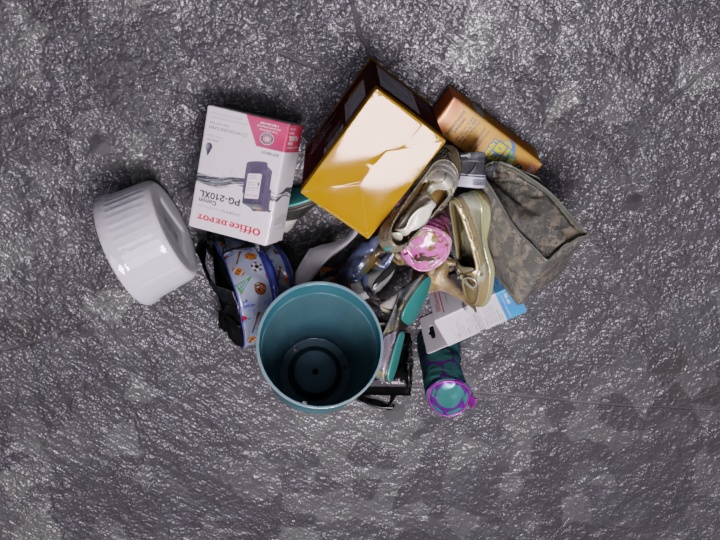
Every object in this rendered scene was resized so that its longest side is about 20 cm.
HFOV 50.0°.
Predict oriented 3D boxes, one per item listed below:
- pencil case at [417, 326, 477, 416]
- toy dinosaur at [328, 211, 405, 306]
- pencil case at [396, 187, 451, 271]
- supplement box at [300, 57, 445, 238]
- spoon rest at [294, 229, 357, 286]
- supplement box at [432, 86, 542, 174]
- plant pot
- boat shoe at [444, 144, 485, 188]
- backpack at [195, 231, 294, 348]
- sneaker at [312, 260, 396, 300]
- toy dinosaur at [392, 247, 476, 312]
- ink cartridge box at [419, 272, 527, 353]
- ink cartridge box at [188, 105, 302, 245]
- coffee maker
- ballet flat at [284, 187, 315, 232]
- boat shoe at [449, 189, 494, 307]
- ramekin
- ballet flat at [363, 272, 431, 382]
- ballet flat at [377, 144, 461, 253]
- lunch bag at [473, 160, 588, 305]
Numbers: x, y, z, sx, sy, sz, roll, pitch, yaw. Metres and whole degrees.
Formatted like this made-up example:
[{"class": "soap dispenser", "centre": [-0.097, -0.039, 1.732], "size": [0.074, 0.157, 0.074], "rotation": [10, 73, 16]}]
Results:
[{"class": "pencil case", "centre": [0.156, 0.180, 1.430], "size": [0.091, 0.201, 0.086], "rotation": [15, 116, -7]}, {"class": "toy dinosaur", "centre": [0.000, 0.000, 1.370], "size": [0.180, 0.202, 0.105], "rotation": [-25, 135, 20]}, {"class": "pencil case", "centre": [0.104, -0.079, 1.297], "size": [0.082, 0.201, 0.087], "rotation": [20, 117, -10]}, {"class": "supplement box", "centre": [0.014, -0.199, 1.233], "size": [0.132, 0.201, 0.198], "rotation": [32, 113, -17]}, {"class": "spoon rest", "centre": [-0.053, -0.042, 1.346], "size": [0.060, 0.099, 0.202], "rotation": [30, 85, -2]}, {"class": "supplement box", "centre": [0.211, -0.221, 1.302], "size": [0.199, 0.069, 0.067], "rotation": [31, 114, -19]}, {"class": "plant pot", "centre": [-0.071, 0.145, 1.271], "size": [0.197, 0.203, 0.188], "rotation": [6, 159, -4]}, {"class": "boat shoe", "centre": [0.122, -0.176, 1.282], "size": [0.073, 0.198, 0.069], "rotation": [-3, 100, -41]}, {"class": "backpack", "centre": [-0.191, 0.041, 1.359], "size": [0.152, 0.191, 0.202], "rotation": [-15, 118, -9]}, {"class": "sneaker", "centre": [-0.027, 0.019, 1.418], "size": [0.198, 0.074, 0.080], "rotation": [-21, 111, 9]}, {"class": "toy dinosaur", "centre": [0.142, 0.005, 1.390], "size": [0.199, 0.101, 0.058], "rotation": [34, 153, 16]}, {"class": "ink cartridge box", "centre": [0.191, 0.059, 1.414], "size": [0.198, 0.116, 0.067], "rotation": [-25, 121, 11]}, {"class": "ink cartridge box", "centre": [-0.189, -0.156, 1.274], "size": [0.143, 0.084, 0.203], "rotation": [14, 102, 9]}, {"class": "coffee maker", "centre": [-0.003, 0.166, 1.438], "size": [0.197, 0.136, 0.193], "rotation": [-1, 145, 0]}, {"class": "ballet flat", "centre": [-0.160, -0.103, 1.361], "size": [0.197, 0.068, 0.069], "rotation": [-4, 128, 13]}, {"class": "boat shoe", "centre": [0.178, -0.030, 1.277], "size": [0.062, 0.073, 0.203], "rotation": [-16, 118, -26]}, {"class": "ramekin", "centre": [-0.357, -0.053, 1.309], "size": [0.097, 0.201, 0.202], "rotation": [-23, 116, 2]}, {"class": "ballet flat", "centre": [0.056, 0.089, 1.327], "size": [0.071, 0.072, 0.203], "rotation": [26, 78, -14]}, {"class": "ballet flat", "centre": [0.102, -0.108, 1.173], "size": [0.068, 0.075, 0.201], "rotation": [39, 81, -13]}, {"class": "lunch bag", "centre": [0.259, -0.073, 1.295], "size": [0.117, 0.201, 0.165], "rotation": [-30, 158, -21]}]
